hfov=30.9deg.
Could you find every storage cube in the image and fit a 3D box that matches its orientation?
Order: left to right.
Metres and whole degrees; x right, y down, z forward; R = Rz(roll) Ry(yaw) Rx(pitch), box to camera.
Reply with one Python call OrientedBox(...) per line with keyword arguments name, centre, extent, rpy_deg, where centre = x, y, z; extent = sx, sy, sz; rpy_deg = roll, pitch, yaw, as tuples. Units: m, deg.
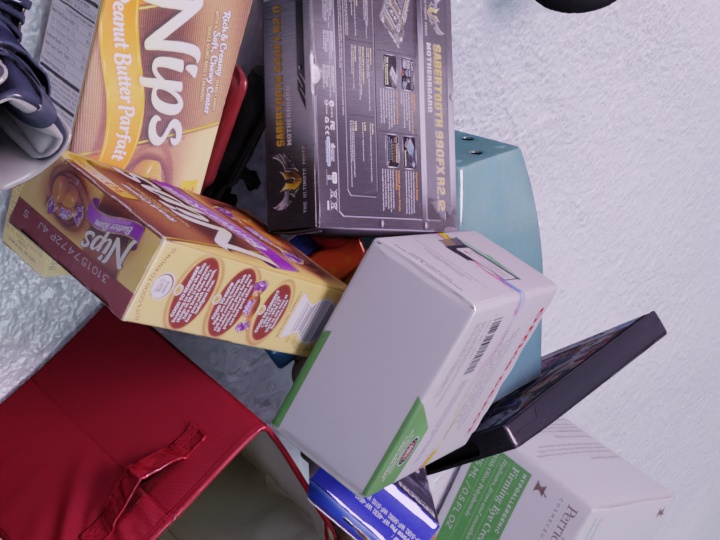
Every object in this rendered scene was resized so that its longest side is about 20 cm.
OrientedBox(name="storage cube", centre=(-0.151, 0.160, 0.916), extent=(0.171, 0.179, 0.201), rpy_deg=(-44, 142, -15))

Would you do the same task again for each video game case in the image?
OrientedBox(name="video game case", centre=(0.143, 0.110, 1.123), extent=(0.199, 0.026, 0.180), rpy_deg=(-31, 179, -33))

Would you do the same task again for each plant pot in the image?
OrientedBox(name="plant pot", centre=(0.065, -0.006, 1.068), extent=(0.141, 0.140, 0.203), rpy_deg=(-21, 123, -47))

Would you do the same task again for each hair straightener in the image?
OrientedBox(name="hair straightener", centre=(-0.096, -0.051, 0.931), extent=(0.076, 0.041, 0.202), rpy_deg=(-3, 120, -48))

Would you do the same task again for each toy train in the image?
OrientedBox(name="toy train", centre=(0.000, 0.000, 0.982), extent=(0.199, 0.116, 0.085), rpy_deg=(-37, -176, -7))

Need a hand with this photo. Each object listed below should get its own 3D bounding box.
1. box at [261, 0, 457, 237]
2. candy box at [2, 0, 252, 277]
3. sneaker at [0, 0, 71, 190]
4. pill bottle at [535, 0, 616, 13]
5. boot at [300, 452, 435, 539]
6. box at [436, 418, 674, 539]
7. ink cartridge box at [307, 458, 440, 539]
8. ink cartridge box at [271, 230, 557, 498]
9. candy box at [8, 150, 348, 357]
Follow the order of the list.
OrientedBox(name="box", centre=(0.002, -0.126, 0.907), extent=(0.157, 0.048, 0.203), rpy_deg=(-1, 89, -50))
OrientedBox(name="candy box", centre=(-0.146, -0.100, 0.820), extent=(0.115, 0.055, 0.202), rpy_deg=(-8, 123, -48))
OrientedBox(name="sneaker", centre=(-0.181, -0.135, 0.677), extent=(0.203, 0.146, 0.077), rpy_deg=(-55, 143, -4))
OrientedBox(name="pill bottle", centre=(0.160, -0.299, 0.977), extent=(0.112, 0.111, 0.201), rpy_deg=(-39, 142, -22))
OrientedBox(name="boot", centre=(0.011, 0.219, 1.034), extent=(0.070, 0.202, 0.144), rpy_deg=(-32, 124, 22))
OrientedBox(name="box", centre=(0.202, 0.292, 1.445), extent=(0.199, 0.171, 0.201), rpy_deg=(6, 113, -51))
OrientedBox(name="ink cartridge box", centre=(0.007, 0.145, 0.948), extent=(0.099, 0.200, 0.039), rpy_deg=(42, 99, -12))
OrientedBox(name="ink cartridge box", centre=(0.044, 0.056, 0.891), extent=(0.146, 0.084, 0.200), rpy_deg=(-61, 162, 15))
OrientedBox(name="candy box", centre=(-0.102, -0.007, 0.799), extent=(0.199, 0.116, 0.057), rpy_deg=(15, 108, -57))
